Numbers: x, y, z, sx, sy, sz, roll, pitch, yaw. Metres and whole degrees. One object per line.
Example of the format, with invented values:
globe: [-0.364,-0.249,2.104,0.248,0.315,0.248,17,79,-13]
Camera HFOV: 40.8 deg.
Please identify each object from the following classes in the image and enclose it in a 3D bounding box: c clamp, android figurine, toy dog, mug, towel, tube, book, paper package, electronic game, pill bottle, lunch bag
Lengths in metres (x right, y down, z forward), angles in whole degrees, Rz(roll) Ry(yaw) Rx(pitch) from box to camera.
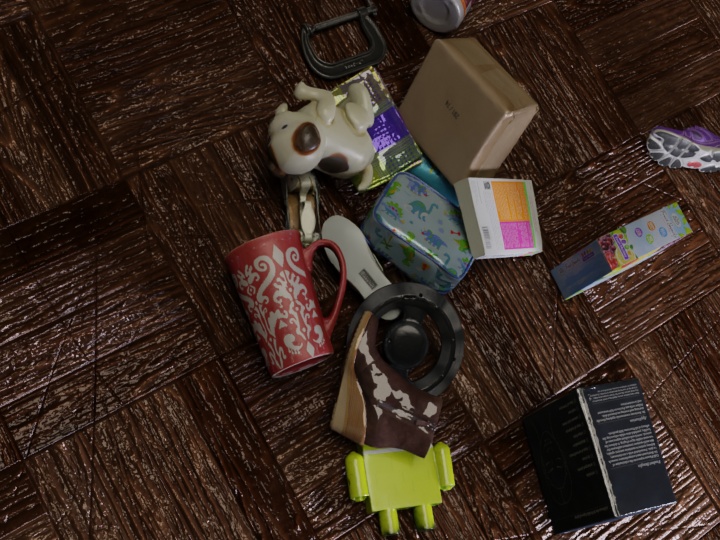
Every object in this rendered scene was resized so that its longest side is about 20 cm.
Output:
c clamp: [-0.036,-0.446,1.816,0.198,0.027,0.173,-31,86,-27]
android figurine: [0.061,0.313,1.535,0.178,0.041,0.204,-1,71,-18]
toy dog: [-0.077,-0.212,1.612,0.198,0.138,0.198,-13,84,-50]
mug: [-0.108,0.047,1.519,0.133,0.175,0.204,0,67,-61]
towel: [0.009,-0.251,1.727,0.142,0.023,0.203,-27,79,-5]
tube: [0.111,-0.192,1.752,0.198,0.051,0.078,35,51,3]
book: [0.248,-0.091,1.699,0.198,0.047,0.137,-2,77,-51]
paper package: [0.182,-0.276,1.696,0.102,0.192,0.201,-16,58,-43]
electronic game: [0.073,0.121,1.579,0.195,0.042,0.205,0,94,-6]
pill bottle: [0.186,-0.572,1.885,0.113,0.114,0.202,32,63,-3]
lunch bag: [0.109,-0.065,1.666,0.198,0.083,0.162,35,49,-4]

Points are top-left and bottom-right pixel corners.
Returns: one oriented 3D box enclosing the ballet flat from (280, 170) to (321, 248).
ballet flat: [-0.096,-0.117,1.638,0.070,0.072,0.205,1,69,-17]

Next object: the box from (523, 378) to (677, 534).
box: [0.377,0.301,1.553,0.121,0.200,0.201,-5,71,-20]

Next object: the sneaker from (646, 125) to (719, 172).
sneaker: [0.654,-0.255,1.948,0.196,0.081,0.085,10,52,-24]

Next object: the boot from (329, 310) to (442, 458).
boot: [0.049,0.179,1.515,0.163,0.072,0.204,14,82,-4]

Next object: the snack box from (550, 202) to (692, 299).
snack box: [0.464,-0.034,1.732,0.197,0.169,0.069,-22,79,-25]

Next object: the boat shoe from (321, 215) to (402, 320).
boat shoe: [0.000,0.000,1.627,0.070,0.064,0.202,-33,87,-3]
